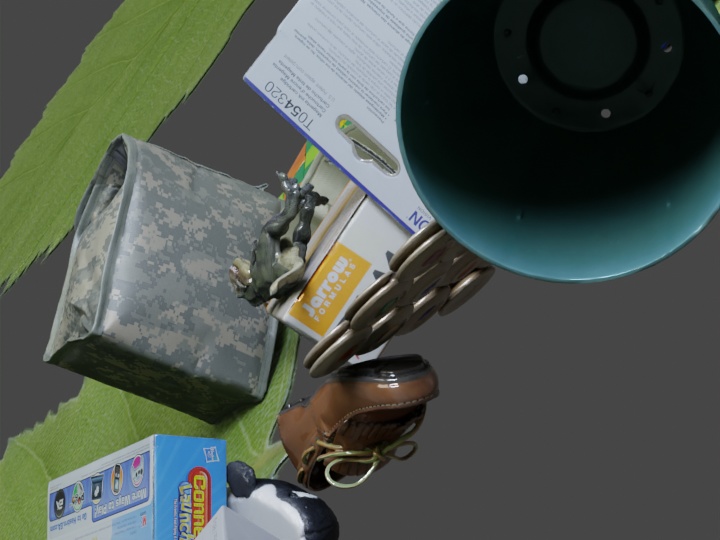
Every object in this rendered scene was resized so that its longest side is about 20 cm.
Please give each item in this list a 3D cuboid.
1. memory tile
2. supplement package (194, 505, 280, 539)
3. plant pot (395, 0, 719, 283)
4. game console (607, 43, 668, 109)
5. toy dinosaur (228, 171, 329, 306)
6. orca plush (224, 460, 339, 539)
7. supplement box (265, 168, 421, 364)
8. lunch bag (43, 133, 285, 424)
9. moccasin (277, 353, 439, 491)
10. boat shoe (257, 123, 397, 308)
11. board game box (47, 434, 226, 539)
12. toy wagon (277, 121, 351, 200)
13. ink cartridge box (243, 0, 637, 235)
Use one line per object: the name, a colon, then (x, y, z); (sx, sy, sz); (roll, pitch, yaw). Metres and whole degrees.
memory tile: (0.053, 0.000, 1.448); (0.200, 0.017, 0.153); (-26, -18, -53)
supplement package: (-0.093, 0.268, 1.359); (0.200, 0.120, 0.121); (-51, 19, 15)
plant pot: (0.130, -0.115, 1.353); (0.201, 0.201, 0.161); (-48, 8, 23)
game console: (0.155, -0.243, 1.543); (0.118, 0.171, 0.200); (-30, 44, 1)
toy dinosaur: (-0.053, -0.018, 1.569); (0.200, 0.047, 0.088); (165, 124, -81)
orca plush: (-0.062, 0.187, 1.568); (0.200, 0.071, 0.105); (-43, 65, 51)
supplement box: (0.000, 0.000, 1.622); (0.126, 0.073, 0.200); (-56, 5, -2)
lunch bag: (-0.153, 0.001, 1.868); (0.118, 0.164, 0.200); (-28, 46, 55)
moccasin: (-0.001, 0.105, 1.491); (0.201, 0.074, 0.078); (-34, 68, 57)
boat shoe: (-0.018, -0.047, 1.801); (0.200, 0.075, 0.068); (-46, -16, -25)
board game box: (-0.159, 0.229, 1.578); (0.200, 0.056, 0.196); (-26, 62, 58)
toy wagon: (-0.019, -0.099, 1.964); (0.155, 0.040, 0.200); (-47, 19, 24)
ink cartridge box: (0.053, -0.138, 1.494); (0.200, 0.196, 0.043); (-49, -4, 28)
